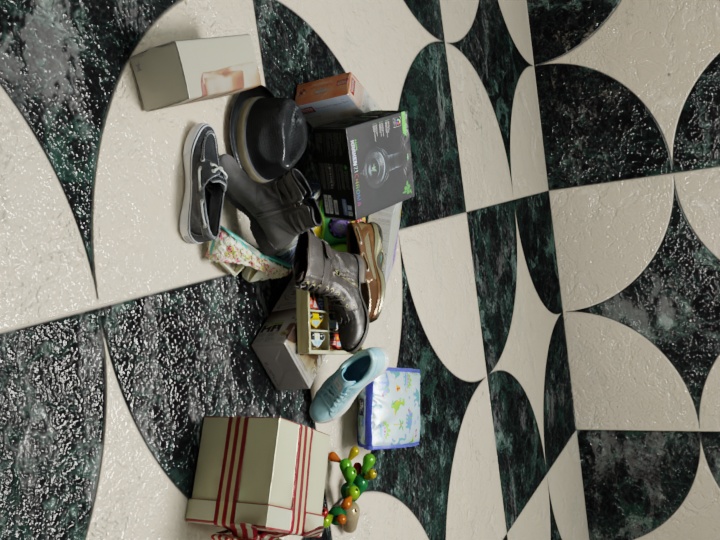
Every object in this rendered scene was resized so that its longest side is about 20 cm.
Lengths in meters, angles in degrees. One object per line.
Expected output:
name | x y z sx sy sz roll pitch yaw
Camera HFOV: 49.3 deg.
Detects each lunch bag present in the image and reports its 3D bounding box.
lunch bag | 0.052 0.295 1.693 0.199 0.124 0.175 22 67 -69

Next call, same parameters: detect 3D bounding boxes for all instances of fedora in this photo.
fedora | -0.156 -0.245 1.432 0.199 0.090 0.206 17 70 -59

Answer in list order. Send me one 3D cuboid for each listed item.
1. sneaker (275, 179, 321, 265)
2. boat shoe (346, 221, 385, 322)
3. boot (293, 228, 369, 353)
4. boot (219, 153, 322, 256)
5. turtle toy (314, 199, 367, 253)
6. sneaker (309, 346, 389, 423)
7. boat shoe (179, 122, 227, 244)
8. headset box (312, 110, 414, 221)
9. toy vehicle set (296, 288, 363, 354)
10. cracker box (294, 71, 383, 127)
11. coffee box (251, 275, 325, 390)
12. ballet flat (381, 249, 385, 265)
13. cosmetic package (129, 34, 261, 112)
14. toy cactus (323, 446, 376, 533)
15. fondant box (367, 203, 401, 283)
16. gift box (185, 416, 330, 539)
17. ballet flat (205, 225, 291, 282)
sneaker | -0.123 -0.091 1.507 0.202 0.075 0.086 -62 147 -34
boat shoe | 0.000 0.000 1.513 0.072 0.075 0.205 10 64 -27
boot | -0.060 0.036 1.387 0.173 0.068 0.205 19 64 -53
boot | -0.153 -0.138 1.334 0.202 0.131 0.070 55 28 -5
turtle toy | -0.042 -0.079 1.607 0.145 0.099 0.205 40 52 -52
sneaker | -0.036 0.215 1.503 0.074 0.200 0.082 47 11 24
boat shoe | -0.247 -0.145 1.275 0.071 0.066 0.205 29 60 -56
headset box | 0.015 -0.209 1.528 0.198 0.091 0.179 -24 115 -44
toy vehicle set | -0.054 0.092 1.466 0.199 0.026 0.128 10 75 -60
cracker box | -0.031 -0.321 1.633 0.200 0.131 0.059 39 53 -53
coffee box | -0.111 0.109 1.470 0.114 0.078 0.202 64 35 -31
ballet flat | 0.008 0.026 1.666 0.071 0.070 0.204 -36 147 -57
cosmetic package | -0.257 -0.317 1.252 0.199 0.101 0.089 -33 113 -57
toy cactus | -0.033 0.457 1.571 0.201 0.100 0.168 -57 152 -52
fondant box | 0.049 -0.078 1.722 0.145 0.057 0.204 -68 167 -56
gift box | -0.152 0.340 1.246 0.183 0.196 0.191 30 61 -50
ballet flat | -0.198 -0.018 1.363 0.199 0.075 0.065 31 90 -51
